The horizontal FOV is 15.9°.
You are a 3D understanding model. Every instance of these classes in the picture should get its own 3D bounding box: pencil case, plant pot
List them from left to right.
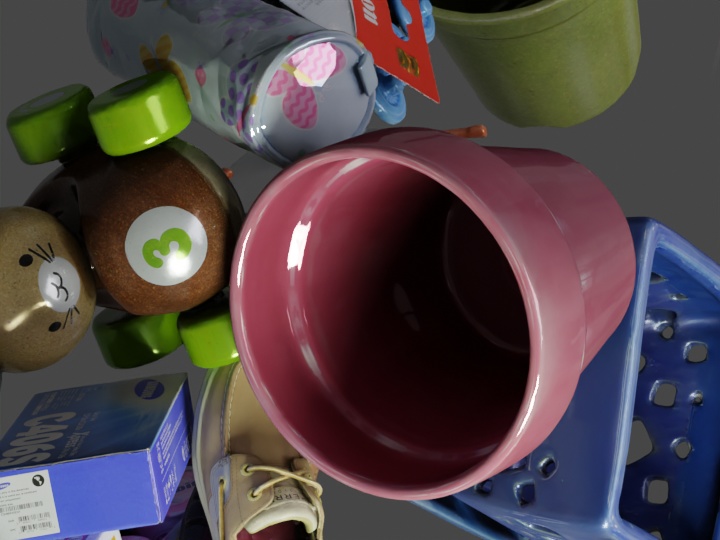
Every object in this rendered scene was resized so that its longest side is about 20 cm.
[{"bbox_3d":[-0.076,-0.124,1.477,0.091,0.200,0.083,-21,123,-28],"label":"pencil case"},{"bbox_3d":[0.057,0.010,1.433,0.179,0.200,0.200,-21,109,-54],"label":"plant pot"},{"bbox_3d":[0.123,-0.205,1.854,0.184,0.200,0.200,62,42,-53],"label":"plant pot"},{"bbox_3d":[0.132,0.085,1.629,0.200,0.180,0.200,32,65,-55],"label":"plant pot"}]

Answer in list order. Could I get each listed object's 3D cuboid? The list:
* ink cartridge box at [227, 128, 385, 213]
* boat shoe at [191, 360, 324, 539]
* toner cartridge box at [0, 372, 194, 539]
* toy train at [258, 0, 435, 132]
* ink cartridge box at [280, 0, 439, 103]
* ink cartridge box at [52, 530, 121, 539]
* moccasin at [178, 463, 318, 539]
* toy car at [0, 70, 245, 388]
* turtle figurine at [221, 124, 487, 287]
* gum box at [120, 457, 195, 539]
[{"bbox_3d":[-0.012,0.023,1.686,0.125,0.128,0.200,-46,129,-46],"label":"ink cartridge box"},{"bbox_3d":[-0.050,0.139,1.461,0.074,0.066,0.200,-1,81,-30],"label":"boat shoe"},{"bbox_3d":[-0.148,0.102,1.429,0.200,0.095,0.043,-82,164,-81],"label":"toner cartridge box"},{"bbox_3d":[-0.019,-0.156,1.662,0.114,0.087,0.200,53,29,-21],"label":"toy train"},{"bbox_3d":[-0.018,-0.210,1.572,0.200,0.047,0.160,31,33,-33],"label":"ink cartridge box"},{"bbox_3d":[-0.158,0.214,1.367,0.200,0.037,0.095,-67,146,-70],"label":"ink cartridge box"},{"bbox_3d":[-0.067,0.176,1.530,0.078,0.074,0.202,52,46,-51],"label":"moccasin"},{"bbox_3d":[-0.174,0.006,1.434,0.200,0.158,0.164,-34,110,-38],"label":"toy car"},{"bbox_3d":[0.000,0.000,1.542,0.064,0.200,0.161,-135,-154,-74],"label":"turtle figurine"},{"bbox_3d":[-0.135,0.214,1.557,0.200,0.066,0.114,-45,128,-47],"label":"gum box"}]
